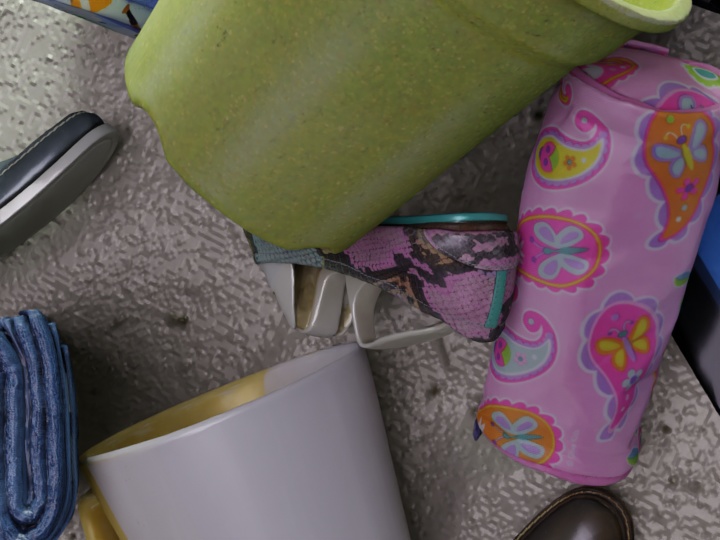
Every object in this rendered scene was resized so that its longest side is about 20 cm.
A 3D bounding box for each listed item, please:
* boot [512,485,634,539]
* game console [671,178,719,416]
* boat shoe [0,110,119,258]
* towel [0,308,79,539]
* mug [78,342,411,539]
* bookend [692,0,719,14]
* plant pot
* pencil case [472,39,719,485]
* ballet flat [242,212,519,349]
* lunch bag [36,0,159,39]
[{"bbox_3d":[0.067,0.197,0.940,0.074,0.097,0.201,30,99,14],"label":"boot"},{"bbox_3d":[0.234,0.008,0.881,0.199,0.176,0.117,-33,110,15],"label":"game console"},{"bbox_3d":[-0.214,-0.030,1.038,0.200,0.073,0.062,-37,84,20],"label":"boat shoe"},{"bbox_3d":[-0.165,0.076,0.966,0.048,0.200,0.113,-4,89,-13],"label":"towel"},{"bbox_3d":[-0.045,0.133,0.973,0.149,0.186,0.154,-23,93,-16],"label":"mug"},{"bbox_3d":[0.092,-0.150,0.930,0.198,0.092,0.201,23,99,15],"label":"bookend"},{"bbox_3d":[0.004,-0.113,0.826,0.201,0.200,0.184,49,117,11],"label":"plant pot"},{"bbox_3d":[0.109,-0.002,0.902,0.087,0.087,0.201,18,118,16],"label":"pencil case"},{"bbox_3d":[0.000,0.000,0.933,0.199,0.069,0.072,11,96,52],"label":"ballet flat"},{"bbox_3d":[-0.125,-0.154,0.945,0.160,0.200,0.076,26,96,28],"label":"lunch bag"}]
